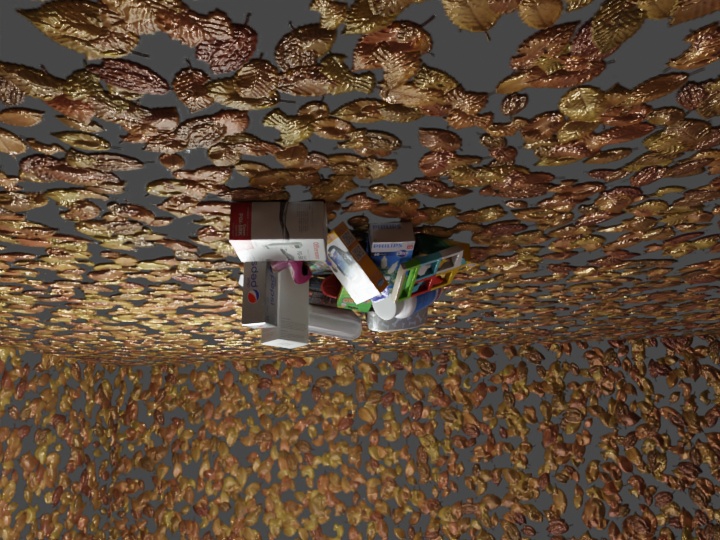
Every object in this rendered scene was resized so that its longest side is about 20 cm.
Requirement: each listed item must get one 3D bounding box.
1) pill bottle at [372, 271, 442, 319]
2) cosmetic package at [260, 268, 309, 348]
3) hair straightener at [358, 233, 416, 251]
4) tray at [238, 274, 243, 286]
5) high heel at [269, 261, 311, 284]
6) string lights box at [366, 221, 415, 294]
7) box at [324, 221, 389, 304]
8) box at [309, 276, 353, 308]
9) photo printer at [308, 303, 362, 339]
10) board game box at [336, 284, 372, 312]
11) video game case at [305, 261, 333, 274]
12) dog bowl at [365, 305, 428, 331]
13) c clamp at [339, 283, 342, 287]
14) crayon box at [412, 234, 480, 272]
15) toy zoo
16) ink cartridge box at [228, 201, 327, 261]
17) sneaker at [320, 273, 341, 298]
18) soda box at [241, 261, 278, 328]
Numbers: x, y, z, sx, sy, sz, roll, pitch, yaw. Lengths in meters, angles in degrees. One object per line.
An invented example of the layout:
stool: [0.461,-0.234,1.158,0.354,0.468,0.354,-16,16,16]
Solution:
pill bottle: [0.122,0.058,1.528,0.110,0.116,0.197,-17,-176,44]
cosmetic package: [-0.195,0.090,1.520,0.083,0.208,0.106,-17,156,42]
hair straightener: [0.036,-0.060,1.382,0.193,0.042,0.077,-10,164,12]
tray: [-0.267,0.038,1.754,0.193,0.023,0.107,3,163,-15]
high heel: [-0.142,-0.024,1.426,0.094,0.069,0.199,-28,156,13]
string lights box: [0.063,-0.025,1.361,0.099,0.061,0.203,-3,144,-6]
box: [-0.017,-0.005,1.340,0.041,0.202,0.118,-38,-174,-31]
box: [-0.112,0.061,1.690,0.195,0.041,0.136,12,-167,-39]
photo printer: [-0.095,0.131,1.682,0.194,0.072,0.166,15,-166,-28]
board game box: [0.001,0.037,1.518,0.092,0.031,0.203,10,136,-11]
video game case: [-0.127,-0.026,1.539,0.176,0.023,0.200,-7,164,18]
dog bowl: [0.104,0.128,1.670,0.192,0.061,0.200,-6,-176,0]
c clamp: [0.000,0.000,1.518,0.164,0.028,0.203,7,140,-9]
crayon box: [0.190,-0.037,1.477,0.194,0.054,0.125,9,161,-30]
toy zoo: [0.171,0.005,1.390,0.194,0.021,0.133,-17,146,-22]
ink cartridge box: [-0.167,-0.080,1.224,0.192,0.086,0.147,-1,164,-1]
sneaker: [-0.041,0.047,1.660,0.194,0.081,0.115,-6,170,-31]
soda box: [-0.237,0.030,1.382,0.066,0.208,0.063,-6,165,19]
